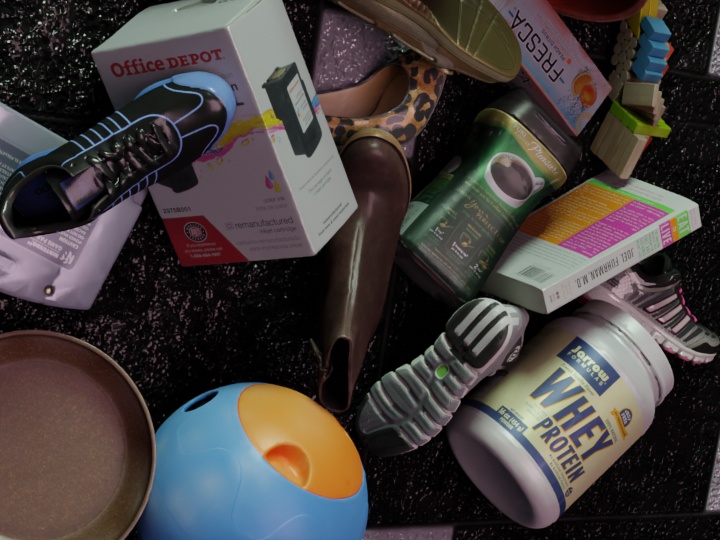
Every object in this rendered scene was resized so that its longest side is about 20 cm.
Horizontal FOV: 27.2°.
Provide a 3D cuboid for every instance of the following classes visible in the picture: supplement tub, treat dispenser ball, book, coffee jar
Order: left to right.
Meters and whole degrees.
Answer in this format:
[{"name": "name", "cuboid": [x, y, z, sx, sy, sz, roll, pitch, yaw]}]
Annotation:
[{"name": "treat dispenser ball", "cuboid": [-0.092, 0.196, 1.264, 0.199, 0.200, 0.203, -8, 106, -30]}, {"name": "coffee jar", "cuboid": [0.115, -0.071, 1.397, 0.104, 0.085, 0.200, 43, 78, -14]}, {"name": "supplement tub", "cuboid": [0.198, 0.138, 1.468, 0.200, 0.145, 0.146, -41, 120, -18]}, {"name": "book", "cuboid": [0.213, -0.028, 1.444, 0.199, 0.133, 0.048, -27, 115, -24]}]

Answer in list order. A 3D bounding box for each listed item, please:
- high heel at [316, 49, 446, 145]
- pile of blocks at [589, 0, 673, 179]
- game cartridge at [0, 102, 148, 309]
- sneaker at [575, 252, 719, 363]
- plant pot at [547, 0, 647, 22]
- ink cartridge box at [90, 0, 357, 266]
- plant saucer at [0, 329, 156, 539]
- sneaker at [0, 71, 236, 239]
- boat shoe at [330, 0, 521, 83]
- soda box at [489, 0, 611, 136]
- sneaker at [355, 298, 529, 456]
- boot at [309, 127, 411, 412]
[{"name": "high heel", "cuboid": [-0.009, -0.162, 1.305, 0.200, 0.071, 0.142, -51, 129, -2]}, {"name": "pile of blocks", "cuboid": [0.290, -0.191, 1.485, 0.062, 0.082, 0.202, 3, 100, -32]}, {"name": "game cartridge", "cuboid": [-0.279, -0.053, 1.186, 0.199, 0.041, 0.134, 31, 81, -34]}, {"name": "sneaker", "cuboid": [0.314, 0.031, 1.558, 0.199, 0.074, 0.088, 27, 93, -29]}, {"name": "plant pot", "cuboid": [0.215, -0.365, 1.341, 0.201, 0.200, 0.196, 44, 70, -32]}, {"name": "ink cartridge box", "cuboid": [-0.109, -0.113, 1.203, 0.083, 0.145, 0.202, -50, 127, -47]}, {"name": "plant saucer", "cuboid": [-0.264, 0.148, 1.206, 0.198, 0.037, 0.203, 0, 92, -5]}, {"name": "sneaker", "cuboid": [-0.183, -0.079, 1.119, 0.199, 0.078, 0.070, -27, 113, 13]}, {"name": "boat shoe", "cuboid": [0.050, -0.222, 1.302, 0.199, 0.063, 0.074, 28, 55, -15]}, {"name": "soda box", "cuboid": [0.149, -0.217, 1.397, 0.064, 0.068, 0.200, -51, 121, -12]}, {"name": "sneaker", "cuboid": [0.090, 0.104, 1.418, 0.200, 0.075, 0.115, -44, 161, 24]}, {"name": "boot", "cuboid": [0.000, 0.000, 1.272, 0.072, 0.167, 0.201, 8, 130, -1]}]
